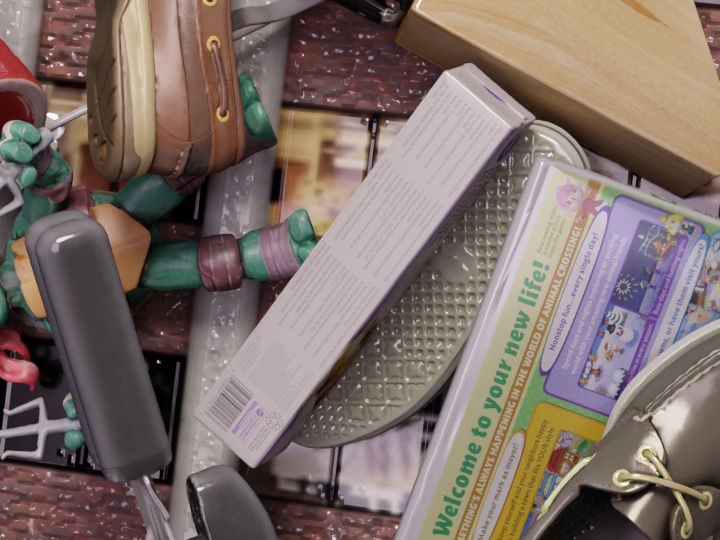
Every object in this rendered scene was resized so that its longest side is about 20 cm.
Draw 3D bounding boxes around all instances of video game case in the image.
[{"bbox_3d":[0.126,0.074,0.969,0.181,0.022,0.201,20,98,0],"label":"video game case"}]

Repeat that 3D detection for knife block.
[{"bbox_3d":[0.054,-0.112,0.999,0.175,0.064,0.201,-17,86,-7],"label":"knife block"}]

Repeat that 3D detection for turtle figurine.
[{"bbox_3d":[-0.124,-0.007,1.037,0.199,0.101,0.150,-23,106,-1],"label":"turtle figurine"}]

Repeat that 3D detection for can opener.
[{"bbox_3d":[-0.093,0.067,0.989,0.066,0.053,0.201,-24,105,-15],"label":"can opener"}]

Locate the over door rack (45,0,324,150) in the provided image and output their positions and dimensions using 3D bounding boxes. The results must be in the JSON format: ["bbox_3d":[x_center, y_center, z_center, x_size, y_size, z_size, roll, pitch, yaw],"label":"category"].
[{"bbox_3d":[-0.112,-0.157,1.057,0.199,0.067,0.148,-27,83,9],"label":"over door rack"}]

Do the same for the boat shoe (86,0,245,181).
[{"bbox_3d":[-0.081,-0.137,0.989,0.067,0.072,0.201,2,83,-19],"label":"boat shoe"}]

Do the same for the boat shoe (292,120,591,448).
[{"bbox_3d":[0.033,0.008,1.028,0.075,0.062,0.200,46,110,6],"label":"boat shoe"}]

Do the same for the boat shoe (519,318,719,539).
[{"bbox_3d":[0.114,0.103,0.931,0.072,0.060,0.202,40,98,-3],"label":"boat shoe"}]

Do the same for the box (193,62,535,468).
[{"bbox_3d":[0.000,0.000,0.985,0.041,0.039,0.200,40,111,10],"label":"box"}]

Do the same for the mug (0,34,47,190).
[{"bbox_3d":[-0.241,-0.127,1.013,0.133,0.178,0.200,-32,70,-27],"label":"mug"}]
